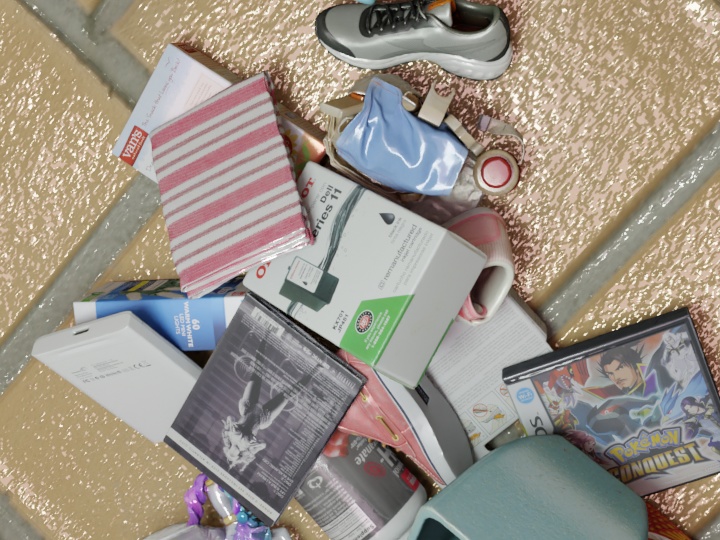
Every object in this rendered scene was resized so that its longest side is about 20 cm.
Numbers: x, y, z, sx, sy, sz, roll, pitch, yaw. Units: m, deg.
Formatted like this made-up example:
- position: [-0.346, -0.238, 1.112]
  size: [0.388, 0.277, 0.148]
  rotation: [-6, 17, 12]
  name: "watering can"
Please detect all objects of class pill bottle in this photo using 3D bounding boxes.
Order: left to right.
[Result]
- position: [0.000, 0.236, 1.421]
  size: [0.111, 0.111, 0.200]
  rotation: [-42, 90, 16]
  name: "pill bottle"

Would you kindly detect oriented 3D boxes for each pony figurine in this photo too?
- position: [-0.164, 0.309, 1.467]
  size: [0.192, 0.166, 0.201]
  rotation: [-31, 90, -16]
  name: "pony figurine"

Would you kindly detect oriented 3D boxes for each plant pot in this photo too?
- position: [0.167, 0.277, 1.304]
  size: [0.195, 0.200, 0.197]
  rotation: [36, 140, 17]
  name: "plant pot"

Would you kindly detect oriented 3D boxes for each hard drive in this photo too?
- position: [-0.230, 0.116, 1.414]
  size: [0.131, 0.027, 0.200]
  rotation: [-16, 139, 28]
  name: "hard drive"

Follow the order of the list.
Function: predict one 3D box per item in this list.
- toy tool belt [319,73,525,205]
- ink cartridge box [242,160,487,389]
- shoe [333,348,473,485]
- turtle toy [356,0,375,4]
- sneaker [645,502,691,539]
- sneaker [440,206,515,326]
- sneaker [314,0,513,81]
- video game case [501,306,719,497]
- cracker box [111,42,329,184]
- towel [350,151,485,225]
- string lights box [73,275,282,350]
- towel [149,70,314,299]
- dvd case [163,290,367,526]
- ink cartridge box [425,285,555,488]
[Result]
- position: [0.059, -0.120, 1.296]
  size: [0.198, 0.123, 0.126]
  rotation: [23, 98, 5]
  name: "toy tool belt"
- position: [0.000, 0.000, 1.294]
  size: [0.199, 0.083, 0.148]
  rotation: [29, 90, 40]
  name: "ink cartridge box"
- position: [0.035, 0.153, 1.373]
  size: [0.090, 0.072, 0.201]
  rotation: [-23, 113, 27]
  name: "shoe"
- position: [0.047, -0.326, 1.296]
  size: [0.198, 0.147, 0.101]
  rotation: [-13, 138, 15]
  name: "turtle toy"
- position: [0.331, 0.322, 1.401]
  size: [0.200, 0.073, 0.077]
  rotation: [44, 129, 4]
  name: "sneaker"
- position: [0.067, 0.024, 1.330]
  size: [0.199, 0.105, 0.075]
  rotation: [-32, 127, 11]
  name: "sneaker"
- position: [0.053, -0.243, 1.321]
  size: [0.198, 0.080, 0.075]
  rotation: [5, 59, 7]
  name: "sneaker"
- position: [0.267, 0.150, 1.371]
  size: [0.198, 0.026, 0.182]
  rotation: [-20, 108, 14]
  name: "video game case"
- position: [-0.142, -0.130, 1.407]
  size: [0.199, 0.058, 0.135]
  rotation: [33, 105, 3]
  name: "cracker box"
- position: [0.039, -0.056, 1.396]
  size: [0.132, 0.034, 0.201]
  rotation: [34, 107, 5]
  name: "towel"
- position: [-0.191, 0.047, 1.429]
  size: [0.198, 0.103, 0.060]
  rotation: [-3, 102, 12]
  name: "string lights box"
- position: [-0.130, -0.085, 1.328]
  size: [0.145, 0.030, 0.202]
  rotation: [-24, 63, 16]
  name: "towel"
- position: [-0.100, 0.143, 1.361]
  size: [0.148, 0.016, 0.201]
  rotation: [36, 114, 10]
  name: "dvd case"
- position: [0.117, 0.121, 1.410]
  size: [0.200, 0.044, 0.174]
  rotation: [-39, 105, 16]
  name: "ink cartridge box"
